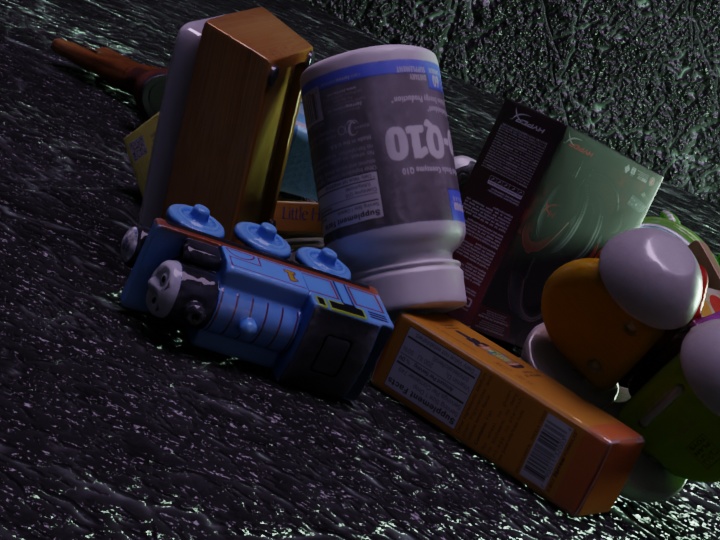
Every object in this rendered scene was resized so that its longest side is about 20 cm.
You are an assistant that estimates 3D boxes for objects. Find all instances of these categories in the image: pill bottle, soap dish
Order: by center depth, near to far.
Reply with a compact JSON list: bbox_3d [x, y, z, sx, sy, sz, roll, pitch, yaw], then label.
[{"bbox_3d":[0.021,-0.065,1.370,0.113,0.202,0.114,-9,-7,-1],"label":"pill bottle"},{"bbox_3d":[-0.105,-0.101,1.387,0.081,0.202,0.157,17,15,9],"label":"soap dish"}]

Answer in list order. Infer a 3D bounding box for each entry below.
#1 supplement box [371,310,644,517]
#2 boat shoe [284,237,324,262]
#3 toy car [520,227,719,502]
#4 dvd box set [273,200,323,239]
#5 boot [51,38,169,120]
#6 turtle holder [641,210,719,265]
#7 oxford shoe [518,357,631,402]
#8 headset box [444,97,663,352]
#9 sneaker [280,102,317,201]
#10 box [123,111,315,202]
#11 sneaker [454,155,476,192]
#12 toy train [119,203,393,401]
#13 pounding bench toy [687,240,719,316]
[{"bbox_3d":[0.106,0.102,1.299,0.199,0.069,0.066,34,15,29],"label":"supplement box"},{"bbox_3d":[0.000,0.000,1.463,0.199,0.072,0.062,8,23,-43],"label":"boat shoe"},{"bbox_3d":[0.234,0.062,1.332,0.200,0.175,0.150,49,43,12],"label":"toy car"},{"bbox_3d":[0.011,-0.038,1.528,0.198,0.030,0.146,4,-3,31],"label":"dvd box set"},{"bbox_3d":[-0.248,-0.213,1.882,0.199,0.069,0.188,29,14,21],"label":"boot"},{"bbox_3d":[0.304,0.038,1.811,0.131,0.140,0.187,-21,85,-52],"label":"turtle holder"},{"bbox_3d":[0.151,0.085,1.422,0.199,0.074,0.071,19,15,-21],"label":"oxford shoe"},{"bbox_3d":[0.144,-0.019,1.448,0.148,0.201,0.075,21,7,-45],"label":"headset box"},{"bbox_3d":[-0.084,-0.126,1.582,0.199,0.080,0.131,22,18,-22],"label":"sneaker"},{"bbox_3d":[-0.125,-0.090,1.598,0.199,0.050,0.076,3,62,-56],"label":"box"},{"bbox_3d":[0.079,-0.056,1.663,0.200,0.075,0.077,92,-25,-63],"label":"sneaker"},{"bbox_3d":[-0.075,0.020,1.256,0.199,0.087,0.114,19,20,-25],"label":"toy train"},{"bbox_3d":[0.242,0.019,1.565,0.155,0.124,0.201,11,47,-47],"label":"pounding bench toy"}]
